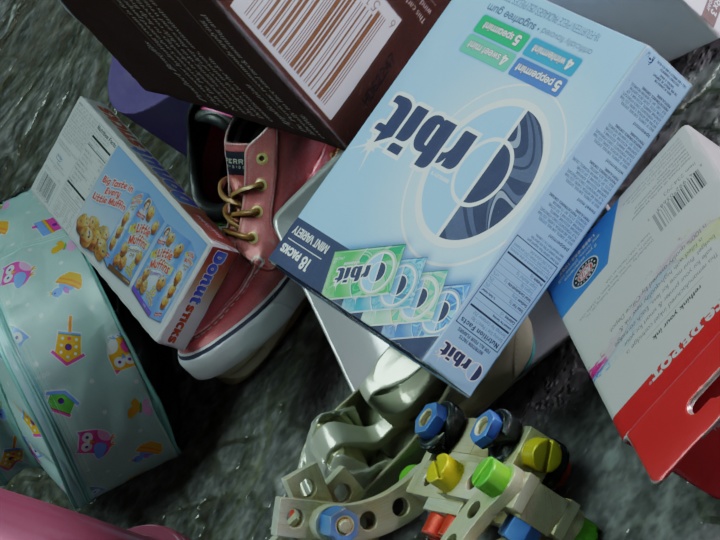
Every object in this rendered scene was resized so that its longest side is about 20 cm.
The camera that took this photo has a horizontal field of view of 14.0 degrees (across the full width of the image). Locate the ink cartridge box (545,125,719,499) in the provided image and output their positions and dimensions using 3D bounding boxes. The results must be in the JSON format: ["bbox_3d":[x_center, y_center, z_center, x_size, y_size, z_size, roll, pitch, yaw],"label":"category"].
[{"bbox_3d":[0.173,0.028,1.435,0.116,0.067,0.200,-49,27,16],"label":"ink cartridge box"}]

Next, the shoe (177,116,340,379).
[{"bbox_3d":[-0.063,-0.034,1.774,0.200,0.091,0.071,-51,26,-20],"label":"shoe"}]

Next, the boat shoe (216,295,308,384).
[{"bbox_3d":[-0.051,-0.023,1.863,0.200,0.069,0.074,-55,27,4],"label":"boat shoe"}]

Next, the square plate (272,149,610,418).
[{"bbox_3d":[0.055,-0.013,1.654,0.198,0.028,0.200,-42,56,25],"label":"square plate"}]

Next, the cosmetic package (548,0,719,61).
[{"bbox_3d":[0.130,-0.164,1.698,0.200,0.081,0.113,-27,33,46],"label":"cosmetic package"}]

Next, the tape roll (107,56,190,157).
[{"bbox_3d":[-0.085,-0.174,2.072,0.200,0.085,0.200,-40,31,30],"label":"tape roll"}]

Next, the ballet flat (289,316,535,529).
[{"bbox_3d":[0.011,0.081,1.607,0.200,0.069,0.070,-47,28,24],"label":"ballet flat"}]

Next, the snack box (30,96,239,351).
[{"bbox_3d":[-0.141,-0.032,1.796,0.072,0.024,0.200,-59,40,13],"label":"snack box"}]

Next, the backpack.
[{"bbox_3d":[-0.198,0.054,1.895,0.153,0.176,0.200,-27,33,-11],"label":"backpack"}]

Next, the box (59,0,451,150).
[{"bbox_3d":[-0.067,-0.197,1.719,0.200,0.166,0.164,20,70,45],"label":"box"}]

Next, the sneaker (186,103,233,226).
[{"bbox_3d":[-0.070,-0.120,1.932,0.084,0.077,0.201,-51,-27,-70],"label":"sneaker"}]

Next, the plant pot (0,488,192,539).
[{"bbox_3d":[-0.190,0.217,1.711,0.200,0.179,0.200,-40,30,29],"label":"plant pot"}]

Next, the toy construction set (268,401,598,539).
[{"bbox_3d":[0.044,0.133,1.522,0.200,0.092,0.131,13,72,51],"label":"toy construction set"}]

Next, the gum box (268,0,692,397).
[{"bbox_3d":[0.060,-0.051,1.563,0.200,0.045,0.170,-54,36,-3],"label":"gum box"}]
